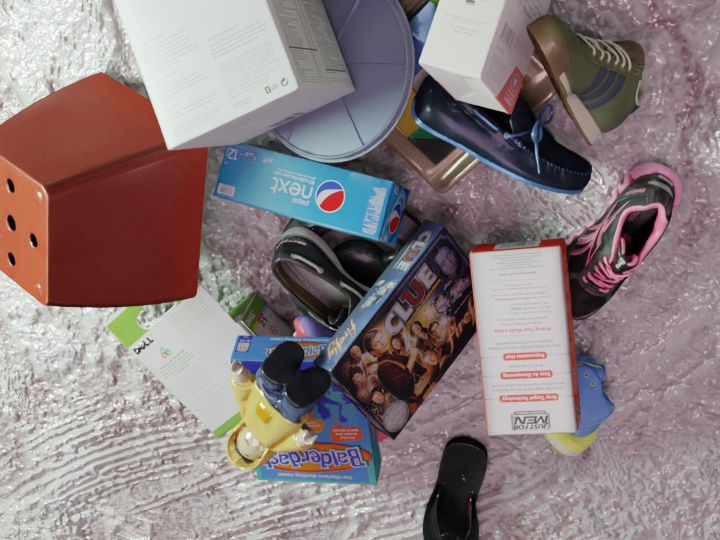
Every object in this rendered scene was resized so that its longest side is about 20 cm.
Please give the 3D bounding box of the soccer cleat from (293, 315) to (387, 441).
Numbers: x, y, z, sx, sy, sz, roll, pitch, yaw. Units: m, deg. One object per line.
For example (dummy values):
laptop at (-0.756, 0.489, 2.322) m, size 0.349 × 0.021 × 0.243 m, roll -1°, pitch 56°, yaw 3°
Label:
soccer cleat at (-0.008, 0.120, 1.334) m, size 0.076 × 0.067 × 0.201 m, roll -36°, pitch 114°, yaw -4°

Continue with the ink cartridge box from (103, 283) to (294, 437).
ink cartridge box at (-0.184, 0.081, 1.348) m, size 0.147 × 0.076 × 0.200 m, roll -37°, pitch 104°, yaw 27°

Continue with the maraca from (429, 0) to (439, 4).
maraca at (0.024, -0.332, 1.064) m, size 0.197 × 0.107 × 0.139 m, roll 16°, pitch 110°, yaw -6°

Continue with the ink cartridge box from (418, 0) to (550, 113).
ink cartridge box at (0.131, -0.263, 1.040) m, size 0.067 × 0.116 × 0.202 m, roll 19°, pitch 88°, yaw 23°

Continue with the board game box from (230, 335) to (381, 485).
board game box at (-0.059, 0.165, 1.297) m, size 0.150 × 0.045 × 0.202 m, roll 0°, pitch 129°, yaw 10°

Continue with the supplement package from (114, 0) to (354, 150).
supplement package at (-0.126, -0.241, 1.085) m, size 0.150 × 0.150 × 0.202 m, roll -20°, pitch 90°, yaw 22°

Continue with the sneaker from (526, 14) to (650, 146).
sneaker at (0.226, -0.199, 1.072) m, size 0.089 × 0.068 × 0.200 m, roll -31°, pitch 149°, yaw 11°

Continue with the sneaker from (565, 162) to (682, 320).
sneaker at (0.267, -0.018, 1.183) m, size 0.078 × 0.096 × 0.201 m, roll 26°, pitch 122°, yaw -4°

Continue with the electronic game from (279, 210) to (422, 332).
electronic game at (0.000, 0.000, 1.282) m, size 0.197 × 0.042 × 0.202 m, roll 8°, pitch 126°, yaw 11°

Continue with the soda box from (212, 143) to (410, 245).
soda box at (-0.052, -0.084, 1.200) m, size 0.198 × 0.068 × 0.065 m, roll 16°, pitch 92°, yaw 19°

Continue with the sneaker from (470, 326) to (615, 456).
sneaker at (0.217, 0.114, 1.289) m, size 0.105 × 0.076 × 0.200 m, roll -40°, pitch 104°, yaw 8°

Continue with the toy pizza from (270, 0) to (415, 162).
toy pizza at (-0.029, -0.214, 1.153) m, size 0.198 × 0.032 × 0.203 m, roll 5°, pitch 101°, yaw 28°

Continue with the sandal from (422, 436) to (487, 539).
sandal at (0.117, 0.303, 1.414) m, size 0.074 × 0.048 × 0.203 m, roll 8°, pitch 118°, yaw 8°

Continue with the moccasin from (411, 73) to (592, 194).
moccasin at (0.149, -0.141, 1.123) m, size 0.198 × 0.081 × 0.069 m, roll 23°, pitch 119°, yaw -8°

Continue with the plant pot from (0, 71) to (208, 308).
plant pot at (-0.297, -0.072, 1.188) m, size 0.199 × 0.175 × 0.202 m, roll 31°, pitch 126°, yaw 34°

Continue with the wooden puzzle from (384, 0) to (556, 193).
wooden puzzle at (0.076, -0.200, 1.162) m, size 0.200 × 0.037 × 0.185 m, roll 43°, pitch 118°, yaw -11°

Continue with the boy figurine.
boy figurine at (-0.101, 0.151, 1.210) m, size 0.124 × 0.064 × 0.200 m, roll 45°, pitch 141°, yaw 7°

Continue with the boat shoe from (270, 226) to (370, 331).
boat shoe at (-0.021, 0.038, 1.250) m, size 0.074 × 0.061 × 0.200 m, roll -32°, pitch 110°, yaw 32°

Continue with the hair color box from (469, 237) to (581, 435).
hair color box at (0.179, 0.071, 1.204) m, size 0.100 × 0.061 × 0.203 m, roll -4°, pitch 99°, yaw 15°

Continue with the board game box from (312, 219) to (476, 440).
board game box at (0.054, 0.065, 1.215) m, size 0.201 × 0.034 × 0.136 m, roll -52°, pitch 127°, yaw -13°
